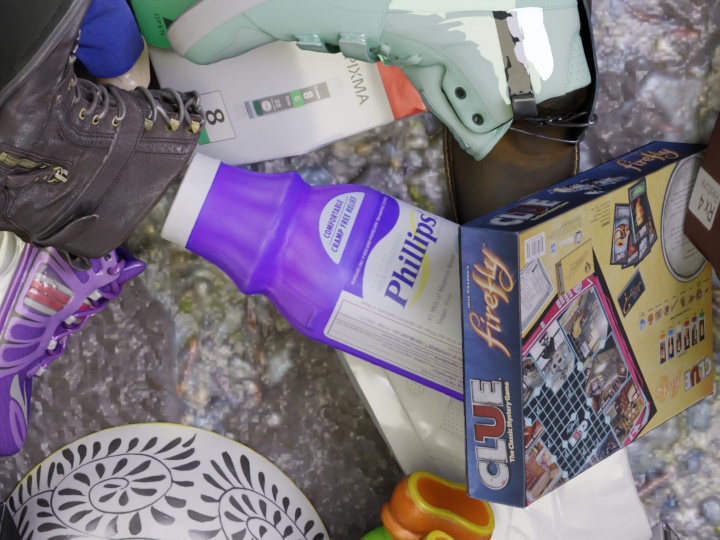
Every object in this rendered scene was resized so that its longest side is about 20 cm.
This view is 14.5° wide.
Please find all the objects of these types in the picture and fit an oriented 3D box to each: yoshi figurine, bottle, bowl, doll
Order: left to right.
[{"bbox_3d":[-0.167,-0.136,1.341,0.136,0.200,0.049,-17,62,6],"label":"doll"},{"bbox_3d":[-0.112,0.190,1.504,0.201,0.094,0.201,1,104,3],"label":"bowl"},{"bbox_3d":[0.000,0.000,1.422,0.200,0.084,0.065,23,141,-2],"label":"bottle"},{"bbox_3d":[0.005,0.204,1.435,0.200,0.112,0.112,-48,68,25],"label":"yoshi figurine"}]

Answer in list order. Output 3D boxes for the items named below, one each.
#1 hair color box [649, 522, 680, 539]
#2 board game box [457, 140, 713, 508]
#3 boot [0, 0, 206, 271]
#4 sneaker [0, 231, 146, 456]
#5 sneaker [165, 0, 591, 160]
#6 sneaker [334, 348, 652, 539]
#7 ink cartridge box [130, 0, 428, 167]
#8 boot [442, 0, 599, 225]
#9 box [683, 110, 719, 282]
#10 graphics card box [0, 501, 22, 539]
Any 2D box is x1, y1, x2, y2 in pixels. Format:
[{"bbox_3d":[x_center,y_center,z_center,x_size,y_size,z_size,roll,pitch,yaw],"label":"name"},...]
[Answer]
[{"bbox_3d":[0.101,0.228,1.492,0.200,0.109,0.065,-39,99,13],"label":"hair color box"},{"bbox_3d":[0.115,0.022,1.395,0.035,0.200,0.136,7,107,32],"label":"board game box"},{"bbox_3d":[-0.136,-0.082,1.345,0.069,0.174,0.200,51,118,27],"label":"boot"},{"bbox_3d":[-0.159,0.011,1.470,0.083,0.081,0.200,16,105,-8],"label":"sneaker"},{"bbox_3d":[0.010,-0.099,1.335,0.200,0.074,0.118,-15,96,20],"label":"sneaker"},{"bbox_3d":[0.072,0.079,1.482,0.116,0.074,0.200,-33,100,0],"label":"sneaker"},{"bbox_3d":[-0.025,-0.141,1.390,0.200,0.050,0.161,-8,106,40],"label":"ink cartridge box"},{"bbox_3d":[0.080,-0.077,1.419,0.075,0.097,0.200,5,105,1],"label":"boot"},{"bbox_3d":[0.289,-0.045,1.359,0.200,0.166,0.164,13,106,-15],"label":"box"},{"bbox_3d":[-0.240,0.194,1.487,0.200,0.051,0.126,-12,105,43],"label":"graphics card box"}]
